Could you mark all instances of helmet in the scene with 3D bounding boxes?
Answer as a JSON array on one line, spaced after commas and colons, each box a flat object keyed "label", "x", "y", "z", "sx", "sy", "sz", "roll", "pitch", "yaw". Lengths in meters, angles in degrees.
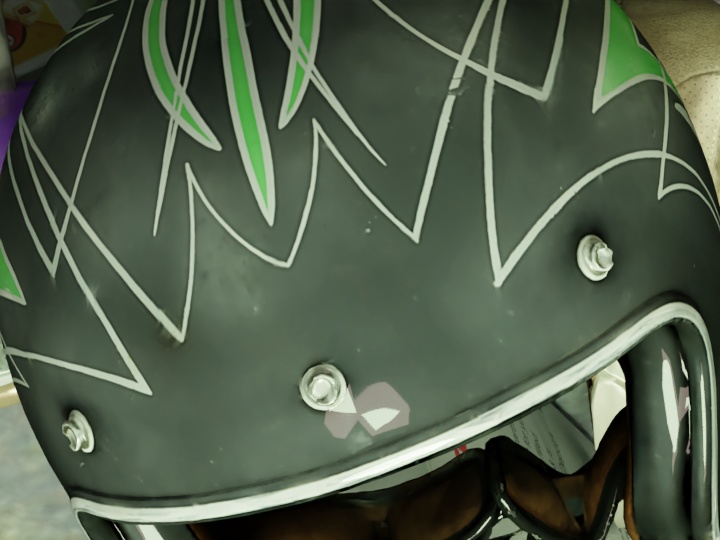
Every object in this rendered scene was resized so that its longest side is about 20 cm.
[{"label": "helmet", "x": 0.000, "y": 0.000, "z": 0.728, "sx": 0.200, "sy": 0.200, "sz": 0.191, "roll": -21, "pitch": 135, "yaw": 7}]

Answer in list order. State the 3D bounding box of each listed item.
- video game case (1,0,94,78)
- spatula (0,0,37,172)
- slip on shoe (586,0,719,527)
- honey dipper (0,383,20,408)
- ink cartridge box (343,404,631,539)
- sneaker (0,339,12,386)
[{"label": "video game case", "x": -0.198, "y": -0.086, "z": 0.772, "sx": 0.200, "sy": 0.023, "sz": 0.182, "roll": -25, "pitch": 133, "yaw": 9}, {"label": "spatula", "x": -0.101, "y": -0.085, "z": 0.755, "sx": 0.056, "sy": 0.021, "sz": 0.200, "roll": -12, "pitch": 116, "yaw": -15}, {"label": "slip on shoe", "x": 0.095, "y": 0.000, "z": 0.890, "sx": 0.060, "sy": 0.076, "sz": 0.200, "roll": -7, "pitch": 127, "yaw": 2}, {"label": "honey dipper", "x": -0.148, "y": 0.045, "z": 0.901, "sx": 0.200, "sy": 0.038, "sz": 0.038, "roll": -14, "pitch": 134, "yaw": 6}, {"label": "ink cartridge box", "x": 0.038, "y": 0.106, "z": 0.923, "sx": 0.084, "sy": 0.146, "sz": 0.200, "roll": -32, "pitch": 131, "yaw": 18}, {"label": "sneaker", "x": -0.158, "y": 0.015, "z": 0.845, "sx": 0.200, "sy": 0.071, "sz": 0.080, "roll": -14, "pitch": 169, "yaw": 2}]
